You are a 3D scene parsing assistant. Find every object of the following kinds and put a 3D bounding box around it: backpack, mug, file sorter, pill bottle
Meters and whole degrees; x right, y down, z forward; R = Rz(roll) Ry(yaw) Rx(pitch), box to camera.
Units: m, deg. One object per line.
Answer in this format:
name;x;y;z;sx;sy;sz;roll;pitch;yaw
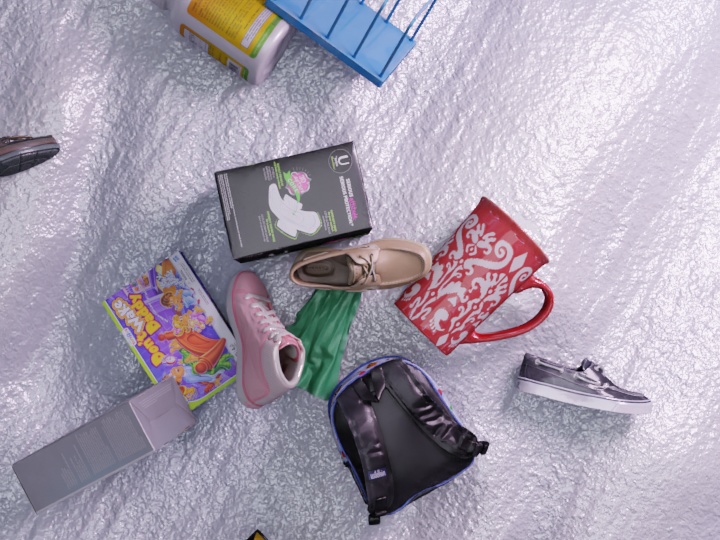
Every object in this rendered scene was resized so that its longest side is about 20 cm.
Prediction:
backpack;0.047;0.217;1.519;0.199;0.154;0.192;-29;100;-9
mug;0.166;0.026;1.534;0.200;0.133;0.178;-45;69;1
file sorter;-0.003;-0.385;1.521;0.199;0.123;0.139;36;43;-1
pill bottle;-0.200;-0.366;1.550;0.199;0.111;0.112;35;88;0

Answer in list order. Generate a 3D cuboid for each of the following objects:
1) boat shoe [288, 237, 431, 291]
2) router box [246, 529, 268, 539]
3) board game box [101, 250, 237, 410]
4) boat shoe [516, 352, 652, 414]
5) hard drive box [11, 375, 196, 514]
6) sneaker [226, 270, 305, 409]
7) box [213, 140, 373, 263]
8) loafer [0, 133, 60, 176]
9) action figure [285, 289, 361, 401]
boat shoe;0.000;0.000;1.502;0.197;0.065;0.072;-6;103;10
router box;-0.099;0.463;1.505;0.052;0.157;0.200;-43;90;-2
board game box;-0.261;0.093;1.567;0.134;0.045;0.201;-34;90;-2
boat shoe;0.328;0.162;1.573;0.197;0.072;0.069;12;89;6
hard drive box;-0.346;0.235;1.483;0.199;0.156;0.077;-28;90;15
sneaker;-0.127;0.084;1.521;0.104;0.075;0.203;-25;63;37
box;-0.091;-0.092;1.525;0.197;0.149;0.126;-12;88;-2
loafer;-0.523;-0.164;1.526;0.199;0.072;0.063;-25;83;-32
action figure;-0.051;0.075;1.569;0.117;0.055;0.202;24;92;1
